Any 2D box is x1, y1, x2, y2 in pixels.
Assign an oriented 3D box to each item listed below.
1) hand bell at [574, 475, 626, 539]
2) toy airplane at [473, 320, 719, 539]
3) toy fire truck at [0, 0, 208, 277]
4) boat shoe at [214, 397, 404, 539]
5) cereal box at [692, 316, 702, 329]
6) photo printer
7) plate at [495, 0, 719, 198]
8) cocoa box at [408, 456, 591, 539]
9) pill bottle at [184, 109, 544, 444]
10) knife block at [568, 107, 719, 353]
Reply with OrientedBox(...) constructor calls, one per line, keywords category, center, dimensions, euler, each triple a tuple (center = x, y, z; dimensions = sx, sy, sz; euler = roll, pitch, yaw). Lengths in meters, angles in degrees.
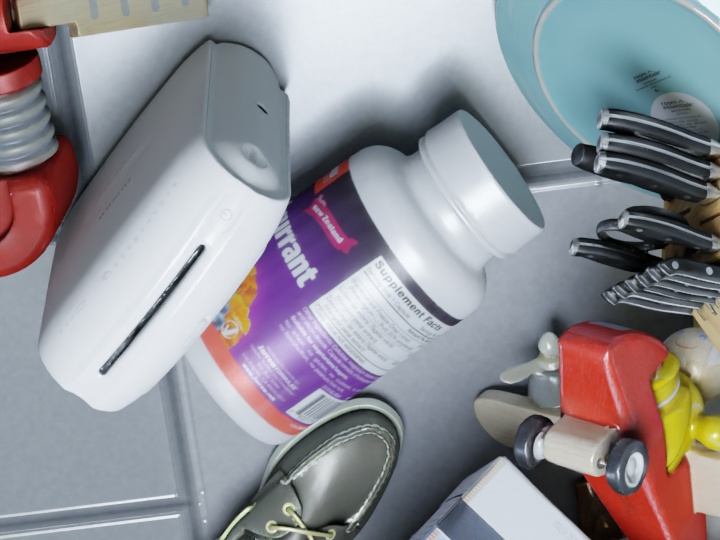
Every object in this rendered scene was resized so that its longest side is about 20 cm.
OrientedBox(category="hand bell", center=(0.172, 0.216, 1.658), dimensions=(0.104, 0.104, 0.200), euler=(-21, 100, 7))
OrientedBox(category="toy airplane", center=(0.176, 0.101, 1.545), dimensions=(0.200, 0.199, 0.141), euler=(32, 67, -4))
OrientedBox(category="toy fire truck", center=(-0.184, -0.095, 1.488), dimensions=(0.200, 0.129, 0.176), euler=(-8, 115, 12))
OrientedBox(category="boat shoe", center=(-0.044, 0.162, 1.625), dimensions=(0.072, 0.060, 0.202), euler=(37, 108, -16))
OrientedBox(category="cereal box", center=(0.290, -0.015, 1.569), dimensions=(0.200, 0.040, 0.144), euler=(-5, 114, 1))
OrientedBox(category="photo printer", center=(-0.105, -0.022, 1.466), dimensions=(0.069, 0.200, 0.166), euler=(34, 109, -16))
OrientedBox(category="plate", center=(0.159, -0.108, 1.471), dimensions=(0.200, 0.026, 0.200), euler=(21, 139, 19))
OrientedBox(category="cocoa box", center=(0.097, 0.224, 1.534), dimensions=(0.200, 0.133, 0.131), euler=(44, 78, 3))
OrientedBox(category="pill bottle", center=(0.000, 0.000, 1.527), dimensions=(0.200, 0.111, 0.111), euler=(-35, 110, 13))
OrientedBox(category="knife block", center=(0.206, -0.035, 1.460), dimensions=(0.176, 0.200, 0.064), euler=(56, 144, -3))
